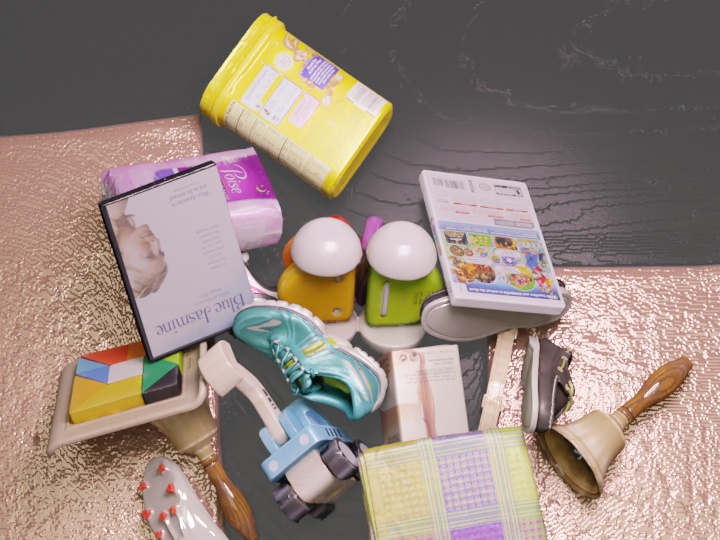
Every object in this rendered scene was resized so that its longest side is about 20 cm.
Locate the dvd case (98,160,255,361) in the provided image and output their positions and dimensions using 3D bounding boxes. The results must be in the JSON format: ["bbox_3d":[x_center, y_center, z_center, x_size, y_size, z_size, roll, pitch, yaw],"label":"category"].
[{"bbox_3d":[-0.206,-0.009,1.656,0.141,0.018,0.202,-22,114,-18],"label":"dvd case"}]

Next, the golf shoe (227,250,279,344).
[{"bbox_3d":[-0.182,0.001,1.762,0.199,0.073,0.092,37,74,2],"label":"golf shoe"}]

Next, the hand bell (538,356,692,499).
[{"bbox_3d":[0.316,0.166,1.706,0.199,0.104,0.104,-37,79,-18],"label":"hand bell"}]

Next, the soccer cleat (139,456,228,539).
[{"bbox_3d":[-0.199,0.309,1.705,0.069,0.077,0.201,-43,59,20],"label":"soccer cleat"}]

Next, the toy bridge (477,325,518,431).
[{"bbox_3d":[0.155,0.161,1.716,0.027,0.067,0.203,13,79,5],"label":"toy bridge"}]

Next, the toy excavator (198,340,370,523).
[{"bbox_3d":[-0.092,0.180,1.665,0.100,0.194,0.201,-41,69,11],"label":"toy excavator"}]

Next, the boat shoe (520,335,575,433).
[{"bbox_3d":[0.218,0.131,1.660,0.060,0.202,0.073,12,111,2],"label":"boat shoe"}]

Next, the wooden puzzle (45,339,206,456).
[{"bbox_3d":[-0.272,0.128,1.685,0.198,0.186,0.038,-20,116,4],"label":"wooden puzzle"}]

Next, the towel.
[{"bbox_3d":[0.098,0.255,1.605,0.197,0.023,0.146,-10,75,-4],"label":"towel"}]

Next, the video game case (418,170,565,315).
[{"bbox_3d":[0.153,-0.035,1.708,0.141,0.018,0.202,6,47,-20],"label":"video game case"}]

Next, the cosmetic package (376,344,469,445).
[{"bbox_3d":[0.076,0.196,1.687,0.086,0.103,0.203,-5,77,-13],"label":"cosmetic package"}]

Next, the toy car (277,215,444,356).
[{"bbox_3d":[0.000,0.000,1.722,0.197,0.177,0.151,2,40,-3],"label":"toy car"}]

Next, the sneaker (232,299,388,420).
[{"bbox_3d":[-0.063,0.102,1.655,0.198,0.078,0.080,29,41,10],"label":"sneaker"}]

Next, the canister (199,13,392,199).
[{"bbox_3d":[-0.077,-0.200,1.789,0.199,0.087,0.149,35,82,7],"label":"canister"}]

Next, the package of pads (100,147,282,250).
[{"bbox_3d":[-0.201,-0.074,1.724,0.198,0.076,0.121,-10,52,-24],"label":"package of pads"}]

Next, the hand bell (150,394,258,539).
[{"bbox_3d":[-0.177,0.232,1.715,0.103,0.104,0.202,-28,91,-4],"label":"hand bell"}]

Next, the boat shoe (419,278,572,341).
[{"bbox_3d":[0.154,0.032,1.708,0.197,0.074,0.061,-9,45,-21],"label":"boat shoe"}]
